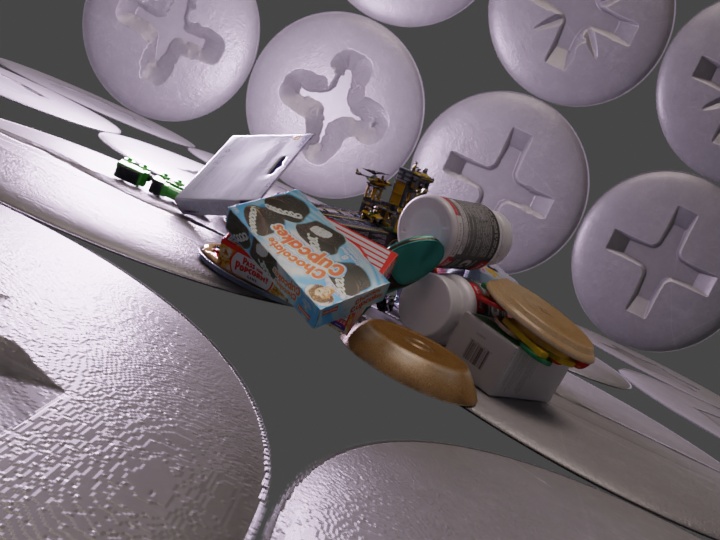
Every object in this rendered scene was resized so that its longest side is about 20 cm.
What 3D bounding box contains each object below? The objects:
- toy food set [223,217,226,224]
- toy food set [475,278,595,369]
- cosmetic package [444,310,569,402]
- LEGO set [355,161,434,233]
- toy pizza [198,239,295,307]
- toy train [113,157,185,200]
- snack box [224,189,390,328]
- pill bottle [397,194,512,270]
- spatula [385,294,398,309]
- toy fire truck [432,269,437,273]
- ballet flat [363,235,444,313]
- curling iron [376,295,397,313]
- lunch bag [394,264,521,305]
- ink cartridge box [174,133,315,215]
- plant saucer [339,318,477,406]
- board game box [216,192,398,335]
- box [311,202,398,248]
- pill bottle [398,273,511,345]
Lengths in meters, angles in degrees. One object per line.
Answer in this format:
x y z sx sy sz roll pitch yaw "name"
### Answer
-0.147 -0.056 1.275 0.199 0.049 0.198 21 9 -36 "toy food set"
0.259 0.078 1.068 0.197 0.049 0.200 20 21 -42 "toy food set"
0.226 0.135 1.095 0.107 0.085 0.199 36 14 38 "cosmetic package"
0.094 -0.131 1.275 0.199 0.117 0.153 5 18 -45 "LEGO set"
-0.137 0.000 1.037 0.199 0.032 0.200 25 7 -3 "toy pizza"
-0.365 -0.156 1.346 0.199 0.042 0.056 24 17 -11 "toy train"
-0.070 -0.021 0.906 0.116 0.037 0.200 -20 54 -39 "snack box"
0.162 -0.059 1.184 0.114 0.115 0.199 31 18 38 "pill bottle"
0.018 0.047 1.263 0.057 0.021 0.200 48 18 21 "spatula"
0.040 -0.013 1.342 0.198 0.049 0.141 -13 29 9 "toy fire truck"
0.031 0.004 1.068 0.068 0.199 0.070 64 -18 -17 "ballet flat"
0.000 0.000 1.178 0.049 0.026 0.200 -4 -45 43 "curling iron"
0.193 0.027 1.373 0.169 0.128 0.199 19 -16 -34 "lunch bag"
-0.197 -0.170 1.265 0.198 0.197 0.044 6 -44 32 "ink cartridge box"
0.070 0.111 0.939 0.199 0.036 0.200 25 7 -3 "plant saucer"
-0.068 -0.015 0.969 0.199 0.047 0.152 28 38 9 "board game box"
-0.005 -0.070 1.260 0.199 0.050 0.161 9 14 -32 "box"
0.157 0.068 1.163 0.114 0.115 0.199 31 9 38 "pill bottle"
